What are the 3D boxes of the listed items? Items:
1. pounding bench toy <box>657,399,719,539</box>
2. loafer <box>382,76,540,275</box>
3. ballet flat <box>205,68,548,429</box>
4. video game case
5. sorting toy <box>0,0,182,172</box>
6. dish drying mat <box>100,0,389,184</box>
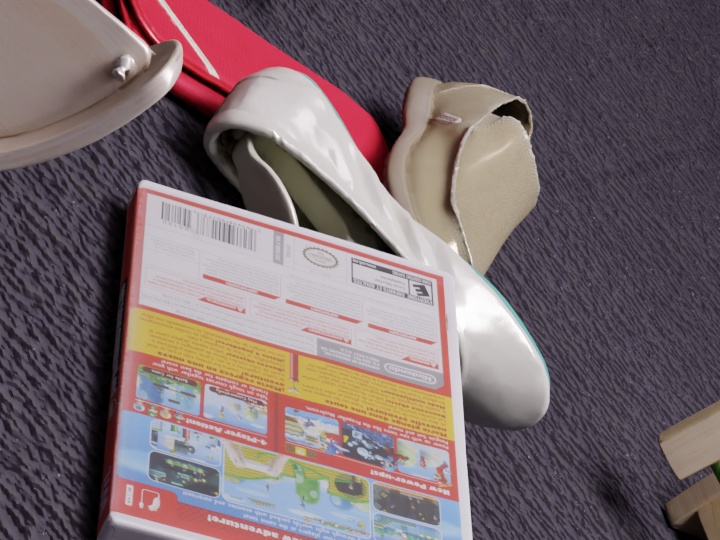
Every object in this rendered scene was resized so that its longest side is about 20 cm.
[{"bbox_3d":[0.238,0.160,1.271,0.200,0.124,0.156,25,38,-44],"label":"pounding bench toy"},{"bbox_3d":[0.053,-0.042,1.231,0.200,0.068,0.076,-85,163,-57],"label":"loafer"},{"bbox_3d":[0.000,0.000,1.103,0.200,0.069,0.069,51,23,4],"label":"ballet flat"},{"bbox_3d":[-0.027,0.050,0.973,0.143,0.017,0.200,17,36,-14],"label":"video game case"},{"bbox_3d":[-0.166,-0.113,0.913,0.200,0.107,0.180,39,13,-9],"label":"sorting toy"},{"bbox_3d":[-0.049,-0.088,1.187,0.200,0.018,0.077,30,33,-44],"label":"dish drying mat"}]
